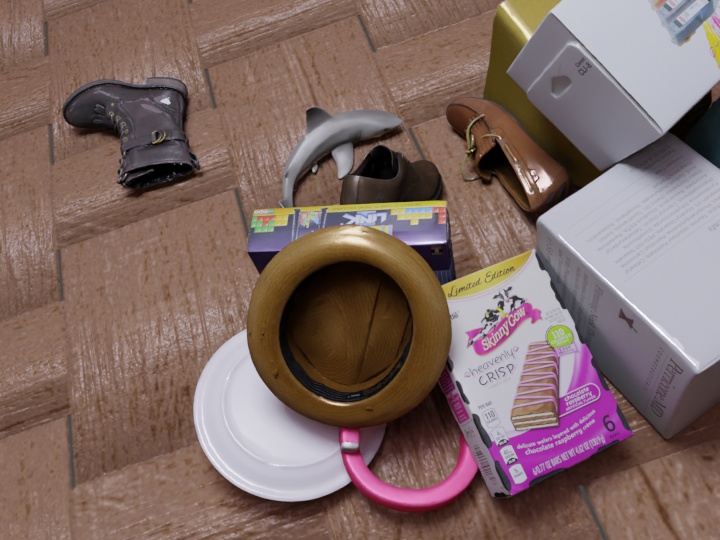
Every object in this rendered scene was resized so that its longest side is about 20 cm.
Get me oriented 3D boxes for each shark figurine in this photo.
[{"bbox_3d":[-0.061,-0.159,0.934,0.128,0.090,0.215,30,67,27],"label":"shark figurine"}]

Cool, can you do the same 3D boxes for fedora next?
[{"bbox_3d":[-0.008,0.047,0.684,0.200,0.201,0.082,-2,18,10],"label":"fedora"}]

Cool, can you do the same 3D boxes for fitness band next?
[{"bbox_3d":[0.052,0.138,0.733,0.144,0.037,0.200,7,58,-3],"label":"fitness band"}]

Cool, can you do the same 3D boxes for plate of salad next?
[{"bbox_3d":[-0.072,0.143,0.763,0.200,0.048,0.200,3,57,-5],"label":"plate of salad"}]

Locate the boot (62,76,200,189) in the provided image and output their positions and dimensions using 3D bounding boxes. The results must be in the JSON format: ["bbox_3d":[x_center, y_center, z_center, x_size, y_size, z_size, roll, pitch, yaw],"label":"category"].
[{"bbox_3d":[-0.323,-0.186,1.013,0.200,0.069,0.174,-10,57,3],"label":"boot"}]

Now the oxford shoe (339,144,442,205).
[{"bbox_3d":[0.043,-0.105,0.838,0.073,0.084,0.200,10,24,26],"label":"oxford shoe"}]

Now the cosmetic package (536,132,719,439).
[{"bbox_3d":[0.295,0.014,0.703,0.166,0.167,0.200,-33,57,-9],"label":"cosmetic package"}]

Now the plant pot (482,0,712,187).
[{"bbox_3d":[0.280,-0.211,0.838,0.194,0.196,0.200,-27,69,-5],"label":"plant pot"}]

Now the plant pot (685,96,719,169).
[{"bbox_3d":[0.428,-0.129,0.722,0.201,0.201,0.161,-43,76,-15],"label":"plant pot"}]

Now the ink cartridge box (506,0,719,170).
[{"bbox_3d":[0.267,-0.219,0.677,0.200,0.145,0.145,-42,88,-6],"label":"ink cartridge box"}]

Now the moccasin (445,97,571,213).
[{"bbox_3d":[0.163,-0.140,0.884,0.078,0.074,0.201,-29,60,-12],"label":"moccasin"}]

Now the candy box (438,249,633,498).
[{"bbox_3d":[0.148,0.096,0.701,0.136,0.061,0.200,-22,74,-15],"label":"candy box"}]

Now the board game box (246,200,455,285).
[{"bbox_3d":[0.000,0.000,0.775,0.200,0.165,0.057,-2,59,11],"label":"board game box"}]
